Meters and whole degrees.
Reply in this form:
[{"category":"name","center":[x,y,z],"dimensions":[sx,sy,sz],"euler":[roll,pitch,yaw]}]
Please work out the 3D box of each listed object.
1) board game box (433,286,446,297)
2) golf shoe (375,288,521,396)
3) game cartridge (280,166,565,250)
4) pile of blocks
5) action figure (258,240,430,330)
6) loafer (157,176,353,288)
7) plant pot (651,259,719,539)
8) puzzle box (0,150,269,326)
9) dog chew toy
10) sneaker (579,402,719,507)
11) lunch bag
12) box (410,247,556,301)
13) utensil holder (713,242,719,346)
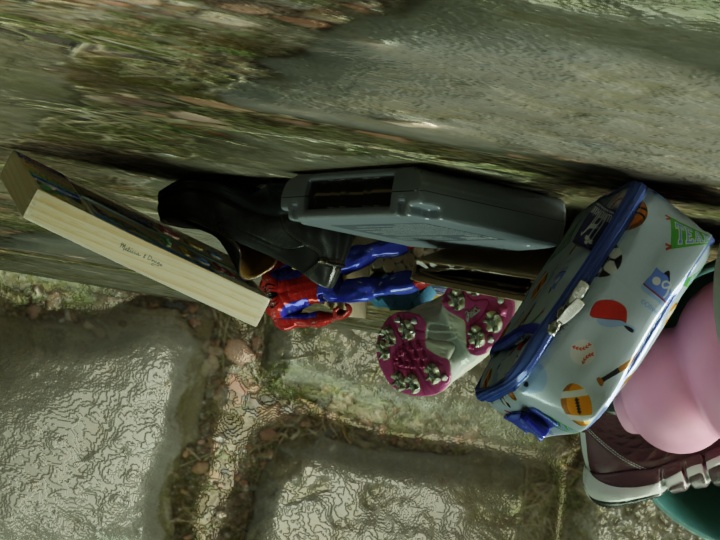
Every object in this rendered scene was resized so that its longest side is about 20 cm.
[{"category":"board game box","center":[0.058,0.006,2.076],"dimensions":[0.199,0.035,0.135],"euler":[5,174,41]},{"category":"golf shoe","center":[0.088,0.045,1.762],"dimensions":[0.091,0.076,0.200],"euler":[-20,174,-36]},{"category":"game cartridge","center":[0.047,-0.040,1.508],"dimensions":[0.133,0.041,0.200],"euler":[15,173,-28]},{"category":"pile of blocks","center":[0.000,0.000,1.812],"dimensions":[0.199,0.082,0.062],"euler":[11,175,-28]},{"category":"action figure","center":[-0.017,0.006,1.696],"dimensions":[0.199,0.066,0.052],"euler":[-15,180,27]},{"category":"loafer","center":[-0.085,-0.030,1.659],"dimensions":[0.073,0.073,0.200],"euler":[11,176,-43]},{"category":"plant pot","center":[0.284,0.076,1.537],"dimensions":[0.200,0.202,0.161],"euler":[8,-168,12]},{"category":"puzzle box","center":[-0.172,-0.025,1.668],"dimensions":[0.199,0.025,0.133],"euler":[26,-174,-22]},{"category":"dog chew toy","center":[0.249,0.050,1.349],"dimensions":[0.199,0.125,0.124],"euler":[-24,166,16]},{"category":"sneaker","center":[0.226,0.077,1.430],"dimensions":[0.199,0.116,0.076],"euler":[-16,-176,17]},{"category":"lunch bag","center":[0.135,0.031,1.349],"dimensions":[0.075,0.161,0.200],"euler":[35,173,1]},{"category":"box","center":[0.144,0.000,1.608],"dimensions":[0.163,0.021,0.200],"euler":[8,-170,19]},{"category":"utensil holder","center":[0.254,0.010,0.882],"dimensions":[0.169,0.171,0.200],"euler":[10,178,-15]}]
